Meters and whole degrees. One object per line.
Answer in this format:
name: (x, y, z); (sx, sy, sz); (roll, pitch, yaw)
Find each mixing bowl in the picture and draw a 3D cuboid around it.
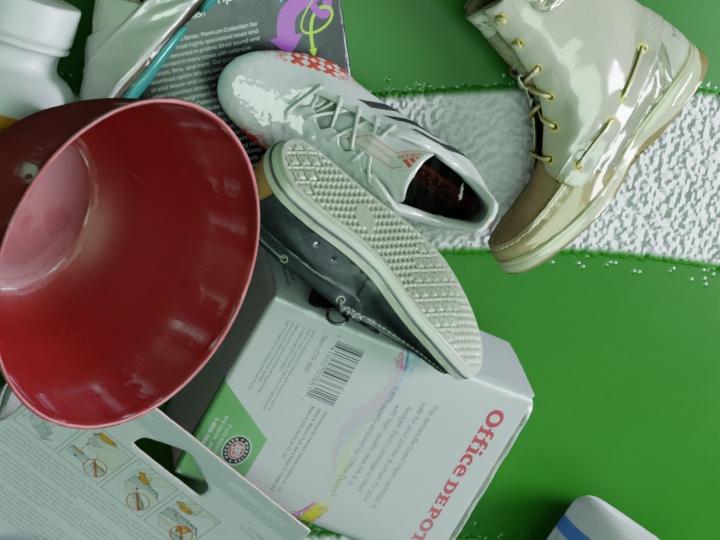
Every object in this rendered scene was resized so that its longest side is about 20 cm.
mixing bowl: (-0.167, -0.019, 1.469); (0.199, 0.108, 0.202); (-25, 127, -38)

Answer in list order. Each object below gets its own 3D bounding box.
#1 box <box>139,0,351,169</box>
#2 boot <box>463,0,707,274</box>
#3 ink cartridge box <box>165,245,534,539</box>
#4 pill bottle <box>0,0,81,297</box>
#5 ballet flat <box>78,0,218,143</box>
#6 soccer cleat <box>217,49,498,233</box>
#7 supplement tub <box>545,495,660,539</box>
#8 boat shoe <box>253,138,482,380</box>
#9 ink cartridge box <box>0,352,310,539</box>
box: (-0.075, -0.118, 1.614); (0.142, 0.036, 0.202); (-13, 109, -14)
boot: (0.118, -0.114, 1.655); (0.155, 0.072, 0.200); (42, 85, -23)
ink cartridge box: (-0.008, 0.089, 1.648); (0.199, 0.088, 0.146); (23, 111, -20)
pill bottle: (-0.239, -0.076, 1.533); (0.110, 0.111, 0.202); (16, 100, -20)
ballet flat: (-0.122, -0.169, 1.540); (0.069, 0.069, 0.200); (43, 85, -22)
soccer cleat: (0.002, -0.080, 1.584); (0.199, 0.085, 0.069); (29, 94, -23)
supplement tub: (0.148, 0.270, 1.734); (0.132, 0.132, 0.201); (34, 92, -22)
boat shoe: (0.000, 0.000, 1.566); (0.062, 0.075, 0.200); (-35, 115, 31)
ink cartridge box: (-0.157, 0.141, 1.610); (0.200, 0.044, 0.173); (40, 120, -22)
